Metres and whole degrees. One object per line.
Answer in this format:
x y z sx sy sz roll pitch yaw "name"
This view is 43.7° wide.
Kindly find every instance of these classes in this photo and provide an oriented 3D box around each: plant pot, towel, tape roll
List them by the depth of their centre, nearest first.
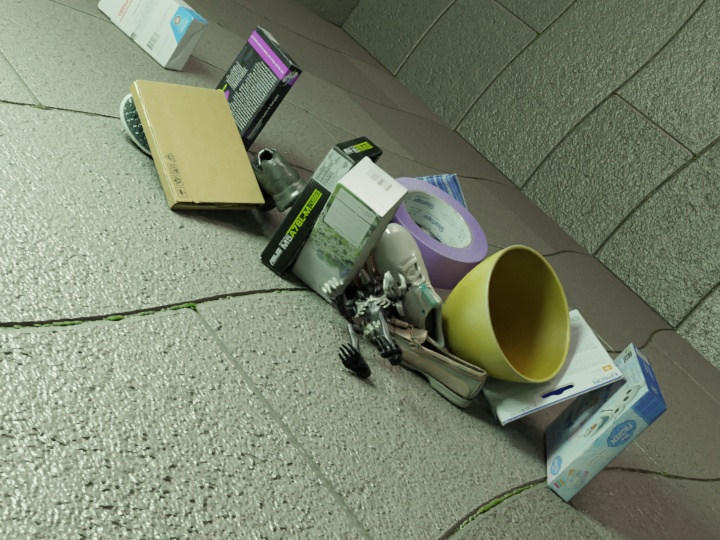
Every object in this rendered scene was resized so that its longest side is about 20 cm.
0.203 0.076 1.361 0.198 0.141 0.204 13 70 -40 "plant pot"
0.114 -0.064 1.495 0.198 0.066 0.202 24 35 -18 "tape roll"
0.110 -0.100 1.641 0.024 0.198 0.147 -39 117 -42 "towel"

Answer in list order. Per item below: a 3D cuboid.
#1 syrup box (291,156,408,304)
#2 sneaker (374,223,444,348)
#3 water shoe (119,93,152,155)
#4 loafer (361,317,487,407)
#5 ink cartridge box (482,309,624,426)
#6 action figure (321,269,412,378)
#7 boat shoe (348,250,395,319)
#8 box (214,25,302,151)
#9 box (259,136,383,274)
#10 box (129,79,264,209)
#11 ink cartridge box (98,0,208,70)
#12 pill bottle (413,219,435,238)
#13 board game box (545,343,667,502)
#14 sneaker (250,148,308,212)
-0.018 -0.053 1.269 0.078 0.201 0.081 38 46 6 "syrup box"
0.085 0.025 1.334 0.088 0.074 0.203 26 -39 62 "sneaker"
-0.280 -0.190 1.360 0.199 0.072 0.079 38 -3 -18 "water shoe"
0.095 0.115 1.311 0.199 0.063 0.072 38 20 -1 "loafer"
0.283 0.157 1.385 0.201 0.196 0.041 -107 176 -62 "ink cartridge box"
0.014 0.048 1.230 0.201 0.117 0.103 -93 166 -57 "action figure"
0.000 0.000 1.407 0.076 0.071 0.203 39 29 -53 "boat shoe"
-0.196 -0.307 1.568 0.036 0.201 0.143 22 23 -47 "box"
-0.055 -0.101 1.331 0.047 0.201 0.193 36 18 1 "box"
-0.234 -0.180 1.303 0.162 0.021 0.203 -3 64 -47 "box"
-0.411 -0.506 1.779 0.200 0.116 0.067 42 18 12 "ink cartridge box"
0.066 -0.061 1.612 0.199 0.113 0.112 39 18 6 "pill bottle"
0.357 0.221 1.334 0.043 0.199 0.200 41 18 -2 "board game box"
-0.133 -0.144 1.384 0.091 0.076 0.200 57 -15 -13 "sneaker"
